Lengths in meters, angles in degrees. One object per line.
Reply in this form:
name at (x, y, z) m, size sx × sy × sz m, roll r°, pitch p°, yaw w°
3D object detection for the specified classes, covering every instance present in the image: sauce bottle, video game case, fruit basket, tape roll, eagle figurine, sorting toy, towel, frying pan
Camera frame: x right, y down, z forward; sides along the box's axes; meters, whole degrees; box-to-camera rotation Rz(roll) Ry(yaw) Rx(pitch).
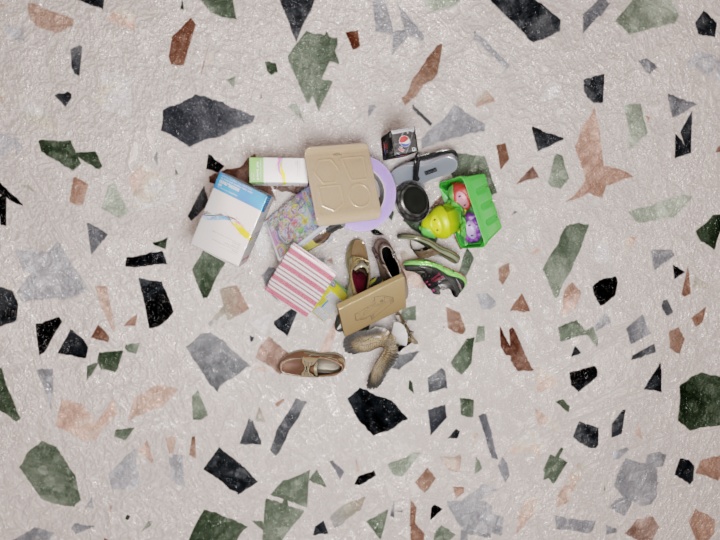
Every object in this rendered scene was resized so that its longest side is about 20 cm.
sauce bottle at (-0.129, -0.095, 1.555) m, size 0.196 × 0.065 × 0.066 m, roll -25°, pitch 100°, yaw 27°
video game case at (-0.165, -0.136, 1.541) m, size 0.198 × 0.018 × 0.146 m, roll -36°, pitch 57°, yaw 15°
fruit basket at (0.269, -0.154, 1.598) m, size 0.209 × 0.155 × 0.224 m, roll 0°, pitch 90°, yaw -22°
tape roll at (-0.002, -0.213, 1.584) m, size 0.193 × 0.085 × 0.207 m, roll -1°, pitch 98°, yaw -5°
eagle figurine at (0.063, 0.223, 1.625) m, size 0.197 × 0.152 × 0.153 m, roll -31°, pitch 120°, yaw -6°
sorting toy at (-0.047, -0.224, 1.487) m, size 0.179 × 0.036 × 0.207 m, roll -8°, pitch 84°, yaw -19°
towel at (-0.162, 0.027, 1.542) m, size 0.144 × 0.030 × 0.201 m, roll 33°, pitch 128°, yaw -6°
frying pan at (0.140, -0.230, 1.593) m, size 0.112 × 0.031 × 0.196 m, roll 0°, pitch 110°, yaw 37°

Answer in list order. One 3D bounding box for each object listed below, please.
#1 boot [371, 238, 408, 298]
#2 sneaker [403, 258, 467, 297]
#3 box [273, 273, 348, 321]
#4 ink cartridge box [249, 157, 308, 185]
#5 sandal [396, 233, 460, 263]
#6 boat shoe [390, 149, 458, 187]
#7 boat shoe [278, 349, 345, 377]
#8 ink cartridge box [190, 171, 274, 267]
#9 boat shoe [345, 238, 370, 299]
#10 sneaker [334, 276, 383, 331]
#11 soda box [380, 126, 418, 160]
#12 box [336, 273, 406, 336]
boot at (0.089, 0.005, 1.588) m, size 0.069 × 0.146 × 0.203 m, roll -31°, pitch 99°, yaw -2°
sneaker at (0.212, 0.022, 1.640) m, size 0.195 × 0.077 × 0.086 m, roll 21°, pitch 92°, yaw -6°
box at (-0.141, 0.041, 1.591) m, size 0.199 × 0.049 × 0.117 m, roll 40°, pitch 129°, yaw -11°
ink cartridge box at (-0.198, -0.264, 1.539) m, size 0.193 × 0.117 × 0.070 m, roll 0°, pitch 94°, yaw -6°
sandal at (0.193, -0.056, 1.624) m, size 0.196 × 0.080 × 0.059 m, roll 25°, pitch 90°, yaw -9°
boat shoe at (0.178, -0.295, 1.597) m, size 0.194 × 0.069 × 0.074 m, roll -17°, pitch 125°, yaw 24°
boat shoe at (-0.138, 0.270, 1.634) m, size 0.193 × 0.072 × 0.078 m, roll -4°, pitch 97°, yaw -6°
ink cartridge box at (-0.339, -0.136, 1.523) m, size 0.141 × 0.147 × 0.205 m, roll 24°, pitch 94°, yaw -5°
boat shoe at (0.000, 0.000, 1.580) m, size 0.072 × 0.066 × 0.206 m, roll 7°, pitch 65°, yaw -20°
sneaker at (0.011, 0.114, 1.630) m, size 0.199 × 0.075 × 0.085 m, roll -43°, pitch 112°, yaw 8°
soda box at (0.102, -0.337, 1.520) m, size 0.068 × 0.200 × 0.065 m, roll -11°, pitch 99°, yaw -4°
box at (0.033, 0.096, 1.549) m, size 0.195 × 0.165 × 0.022 m, roll -24°, pitch 59°, yaw -9°
